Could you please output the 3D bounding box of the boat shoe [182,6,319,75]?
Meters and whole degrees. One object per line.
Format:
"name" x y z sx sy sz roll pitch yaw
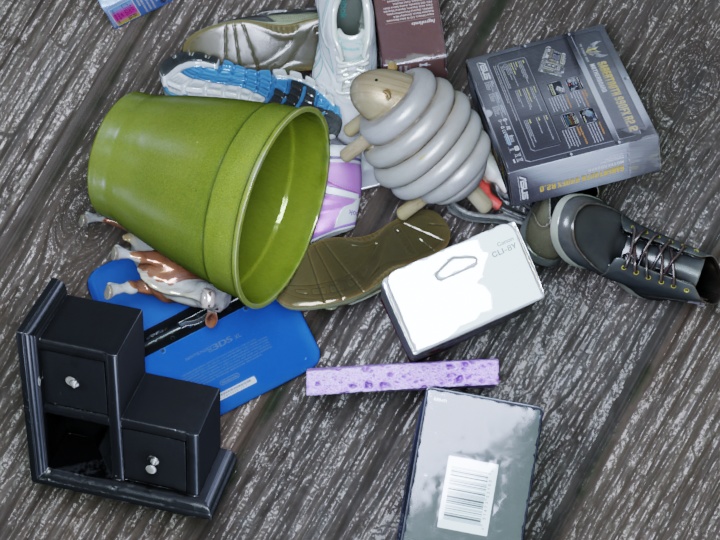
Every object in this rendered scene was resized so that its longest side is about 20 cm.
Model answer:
"boat shoe" -0.091 -0.244 1.688 0.198 0.066 0.073 -9 108 -2

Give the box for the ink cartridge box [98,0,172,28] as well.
"ink cartridge box" -0.211 -0.373 1.700 0.198 0.076 0.138 -26 84 -3

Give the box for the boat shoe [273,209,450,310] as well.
"boat shoe" 0.000 -0.002 1.636 0.199 0.063 0.074 -25 71 -17

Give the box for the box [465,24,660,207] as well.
"box" 0.206 -0.163 1.623 0.156 0.049 0.201 -14 44 -1

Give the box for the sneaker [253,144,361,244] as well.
"sneaker" -0.099 -0.076 1.647 0.198 0.073 0.116 2 89 7

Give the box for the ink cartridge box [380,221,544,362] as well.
"ink cartridge box" 0.099 0.027 1.586 0.144 0.200 0.084 -24 84 -1

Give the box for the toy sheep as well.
"toy sheep" 0.064 -0.129 1.599 0.200 0.138 0.138 42 86 -24

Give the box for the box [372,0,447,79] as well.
"box" 0.045 -0.296 1.661 0.074 0.100 0.203 -9 76 0

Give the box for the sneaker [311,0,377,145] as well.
"sneaker" -0.016 -0.223 1.628 0.069 0.080 0.203 -8 111 -7

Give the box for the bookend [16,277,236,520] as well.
"bookend" -0.230 0.131 1.574 0.197 0.092 0.201 11 127 9

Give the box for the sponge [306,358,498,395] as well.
"sponge" 0.045 0.111 1.623 0.197 0.112 0.030 -2 85 1

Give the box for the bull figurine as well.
"bull figurine" -0.211 -0.015 1.618 0.120 0.201 0.066 7 123 -32

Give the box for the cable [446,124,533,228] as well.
"cable" 0.170 -0.065 1.666 0.199 0.050 0.097 40 74 6

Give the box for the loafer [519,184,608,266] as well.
"loafer" 0.233 -0.096 1.641 0.075 0.070 0.202 28 67 -9

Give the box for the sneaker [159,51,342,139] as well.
"sneaker" -0.115 -0.165 1.648 0.198 0.087 0.075 17 47 8

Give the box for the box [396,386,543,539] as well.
"box" 0.104 0.227 1.565 0.122 0.198 0.203 10 84 4

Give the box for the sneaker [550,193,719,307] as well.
"sneaker" 0.283 -0.022 1.582 0.199 0.106 0.076 25 81 -41

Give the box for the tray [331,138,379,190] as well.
"tray" -0.006 -0.139 1.695 0.197 0.022 0.109 -15 85 0

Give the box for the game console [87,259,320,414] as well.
"game console" -0.168 0.052 1.681 0.198 0.119 0.172 -26 115 -1

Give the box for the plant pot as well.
"plant pot" -0.158 -0.088 1.540 0.191 0.200 0.203 18 84 17
